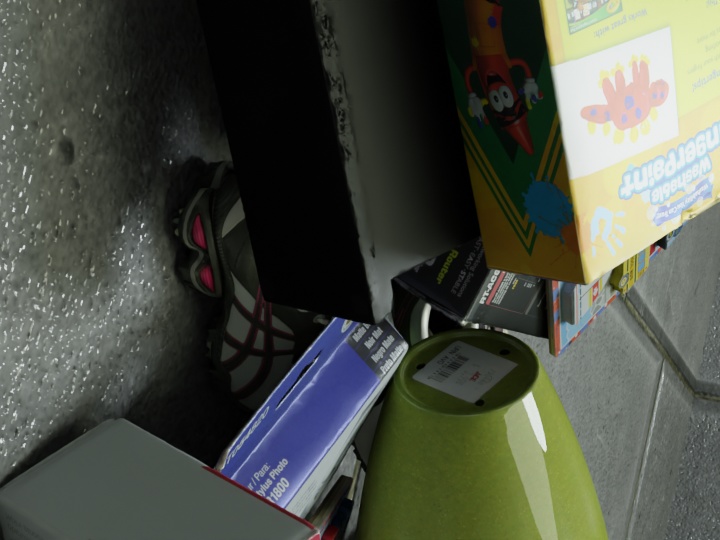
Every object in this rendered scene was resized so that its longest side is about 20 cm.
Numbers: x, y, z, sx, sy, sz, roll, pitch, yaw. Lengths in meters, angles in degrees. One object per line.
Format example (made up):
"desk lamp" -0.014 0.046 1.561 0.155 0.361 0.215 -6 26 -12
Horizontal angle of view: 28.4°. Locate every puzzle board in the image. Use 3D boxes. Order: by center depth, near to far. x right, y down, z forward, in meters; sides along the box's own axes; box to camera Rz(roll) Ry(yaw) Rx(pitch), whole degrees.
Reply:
"puzzle board" 0.163 -0.054 0.866 0.151 0.017 0.201 -43 145 -26
"puzzle board" -0.042 0.226 0.919 0.200 0.017 0.152 -28 136 -80

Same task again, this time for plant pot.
"plant pot" 0.074 0.147 0.928 0.187 0.185 0.202 -52 143 -49

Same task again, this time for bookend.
"bookend" 0.030 -0.106 0.739 0.199 0.092 0.201 -26 113 -36

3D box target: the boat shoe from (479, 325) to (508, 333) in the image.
"boat shoe" 0.090 0.030 1.210 0.065 0.071 0.202 3 100 -56

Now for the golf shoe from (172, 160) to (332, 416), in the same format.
"golf shoe" -0.046 0.026 0.840 0.201 0.087 0.078 76 30 -48

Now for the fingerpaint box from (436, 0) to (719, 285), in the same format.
"fingerpaint box" 0.138 -0.110 0.725 0.199 0.073 0.168 -29 115 -35

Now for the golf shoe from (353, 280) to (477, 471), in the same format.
"golf shoe" 0.039 0.071 1.012 0.088 0.076 0.202 -132 -133 -63

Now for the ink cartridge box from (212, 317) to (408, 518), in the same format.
"ink cartridge box" -0.043 0.115 0.823 0.200 0.040 0.201 -50 169 -44

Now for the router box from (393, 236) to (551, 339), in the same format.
"router box" 0.117 -0.060 0.872 0.149 0.062 0.201 14 104 -59

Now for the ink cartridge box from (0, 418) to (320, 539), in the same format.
"ink cartridge box" -0.091 0.196 0.705 0.083 0.144 0.202 -31 130 -41

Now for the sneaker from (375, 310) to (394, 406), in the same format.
"sneaker" 0.000 0.000 0.961 0.083 0.071 0.202 -53 146 -51
